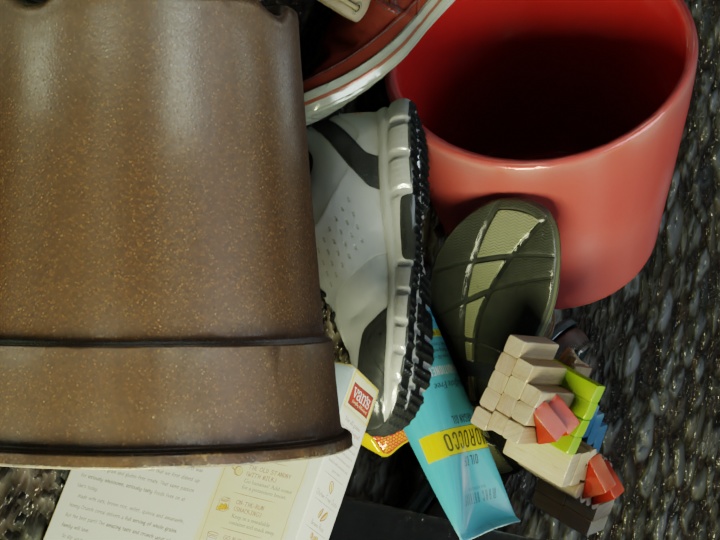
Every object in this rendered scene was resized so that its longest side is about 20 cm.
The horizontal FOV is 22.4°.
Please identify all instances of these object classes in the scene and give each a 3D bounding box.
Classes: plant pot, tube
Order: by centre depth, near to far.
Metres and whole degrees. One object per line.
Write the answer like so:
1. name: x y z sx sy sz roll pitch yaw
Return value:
1. plant pot: -0.101 -0.019 0.816 0.200 0.200 0.199 1 90 -60
2. tube: 0.036 0.067 1.103 0.077 0.050 0.200 -7 69 -55
3. plant pot: 0.124 -0.082 1.199 0.201 0.200 0.178 -60 153 -32

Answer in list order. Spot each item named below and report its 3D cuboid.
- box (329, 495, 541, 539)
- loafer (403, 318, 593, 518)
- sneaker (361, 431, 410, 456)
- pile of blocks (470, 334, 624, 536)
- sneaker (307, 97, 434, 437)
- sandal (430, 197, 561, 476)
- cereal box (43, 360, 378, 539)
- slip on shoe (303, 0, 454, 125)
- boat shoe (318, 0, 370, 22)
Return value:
1. box: 0.068 0.245 1.167 0.198 0.199 0.124 54 52 -53
2. loafer: 0.102 0.123 1.236 0.200 0.063 0.072 -54 161 23
3. sneaker: 0.054 0.078 1.242 0.200 0.073 0.077 -10 120 -52
4. pile of blocks: 0.136 0.104 1.127 0.082 0.062 0.200 -54 149 -12
5. sneaker: 0.000 0.000 1.062 0.074 0.080 0.201 59 28 -68
6. sandal: 0.087 0.038 1.148 0.057 0.080 0.201 -48 149 -50
7. cereal box: -0.087 0.132 0.917 0.040 0.144 0.200 48 58 -54
8. slip on shoe: 0.006 -0.154 1.093 0.061 0.074 0.200 47 57 -12
9. boat shoe: -0.053 -0.173 0.967 0.200 0.072 0.065 4 115 -53
